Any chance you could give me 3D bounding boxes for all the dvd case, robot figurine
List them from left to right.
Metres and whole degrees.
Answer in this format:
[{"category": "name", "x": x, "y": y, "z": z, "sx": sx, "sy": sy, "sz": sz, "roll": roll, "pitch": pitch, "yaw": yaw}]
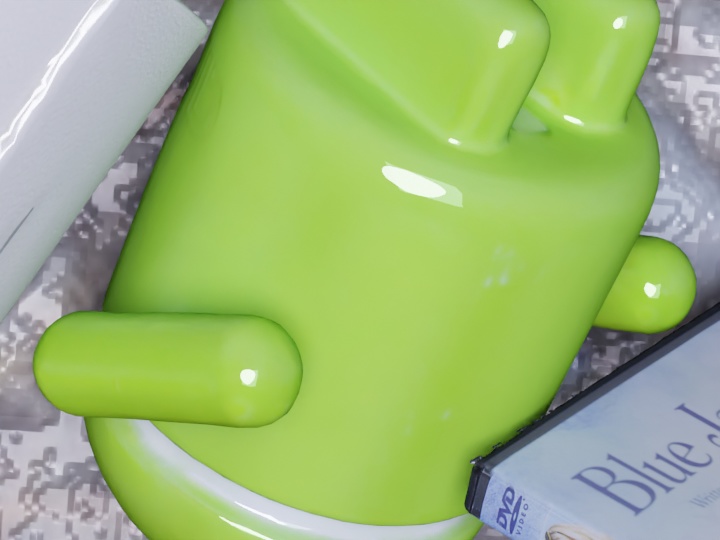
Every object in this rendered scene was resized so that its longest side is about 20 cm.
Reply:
[{"category": "robot figurine", "x": 0.000, "y": 0.000, "z": 0.719, "sx": 0.116, "sy": 0.175, "sz": 0.200, "roll": 42, "pitch": 124, "yaw": 27}, {"category": "dvd case", "x": 0.144, "y": 0.071, "z": 0.685, "sx": 0.200, "sy": 0.143, "sz": 0.018, "roll": 29, "pitch": 126, "yaw": 27}]

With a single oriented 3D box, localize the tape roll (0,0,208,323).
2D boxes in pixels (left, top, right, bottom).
[{"category": "tape roll", "x": -0.155, "y": -0.060, "z": 0.664, "sx": 0.203, "sy": 0.203, "sz": 0.139, "roll": 35, "pitch": 90, "yaw": -11}]
